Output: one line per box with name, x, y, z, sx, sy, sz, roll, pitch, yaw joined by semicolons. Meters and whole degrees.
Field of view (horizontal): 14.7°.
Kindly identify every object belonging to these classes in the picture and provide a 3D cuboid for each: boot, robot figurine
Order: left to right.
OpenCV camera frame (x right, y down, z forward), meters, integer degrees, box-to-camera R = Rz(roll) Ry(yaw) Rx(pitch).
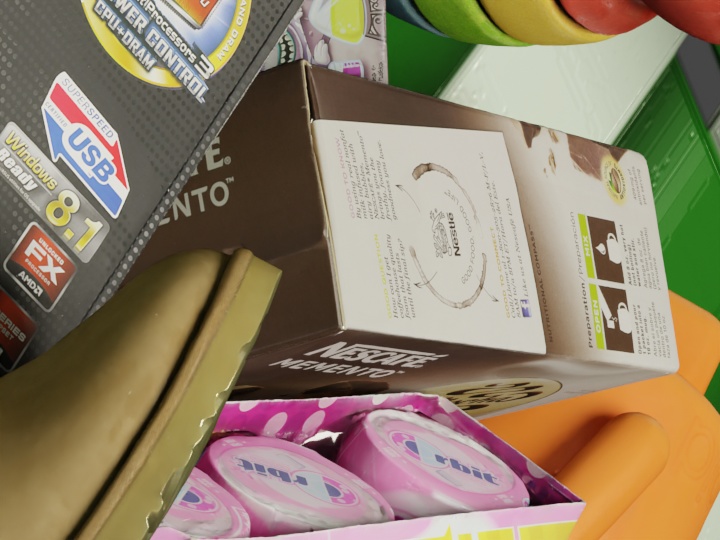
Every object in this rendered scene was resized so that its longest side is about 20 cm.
boot;-0.142;0.022;0.639;0.175;0.200;0.066;-56;-176;3
robot figurine;0.058;0.092;0.995;0.117;0.144;0.200;44;66;-37

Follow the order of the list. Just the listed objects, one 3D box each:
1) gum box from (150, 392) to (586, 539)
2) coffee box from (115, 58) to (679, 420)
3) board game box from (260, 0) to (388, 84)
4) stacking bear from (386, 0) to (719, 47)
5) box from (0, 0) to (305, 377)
gum box;-0.034;0.100;0.780;0.200;0.066;0.114;1;119;-55
coffee box;0.000;0.000;0.867;0.200;0.113;0.080;9;69;-56
board game box;-0.054;-0.140;0.785;0.120;0.032;0.201;-5;115;-5
stacking bear;0.062;-0.119;0.848;0.121;0.200;0.114;-47;136;-29
box;-0.119;-0.083;0.703;0.200;0.044;0.160;49;57;-28
